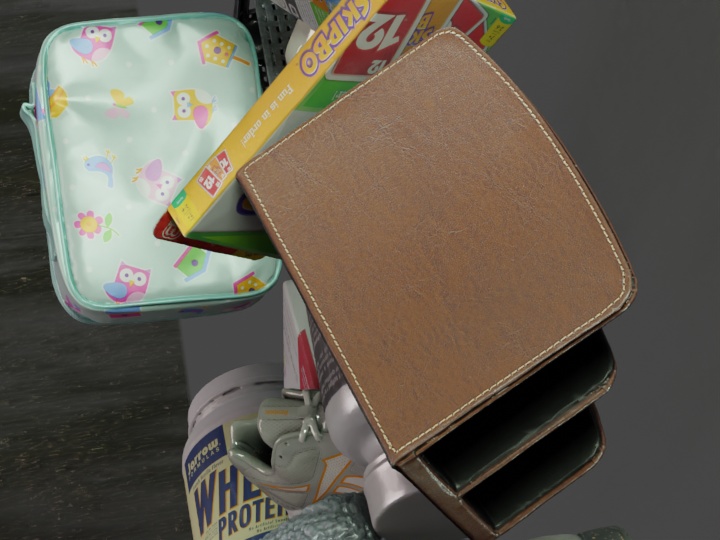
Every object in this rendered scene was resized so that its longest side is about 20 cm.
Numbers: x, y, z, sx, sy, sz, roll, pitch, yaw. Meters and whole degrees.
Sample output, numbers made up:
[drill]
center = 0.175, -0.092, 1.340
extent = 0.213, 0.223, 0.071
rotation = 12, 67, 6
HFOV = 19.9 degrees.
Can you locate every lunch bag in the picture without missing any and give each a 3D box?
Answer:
[lunch bag]
center = -0.138, -0.068, 1.340
extent = 0.077, 0.159, 0.202
rotation = 131, 132, -76

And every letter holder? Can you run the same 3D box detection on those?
[letter holder]
center = 0.052, 0.000, 0.979
extent = 0.101, 0.142, 0.201
rotation = 47, -170, -50

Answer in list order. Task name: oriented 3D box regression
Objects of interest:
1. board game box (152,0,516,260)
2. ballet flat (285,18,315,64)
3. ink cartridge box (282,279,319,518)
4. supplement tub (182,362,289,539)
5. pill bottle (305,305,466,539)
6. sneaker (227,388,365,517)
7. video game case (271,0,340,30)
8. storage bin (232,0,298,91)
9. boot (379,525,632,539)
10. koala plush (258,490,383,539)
[board game box]
center = -0.015, -0.074, 1.047
extent = 0.200, 0.095, 0.030
rotation = -45, 58, 23
[ballet flat]
center = -0.009, -0.115, 1.238
extent = 0.074, 0.074, 0.201
rotation = -110, 2, -56
[ink cartridge box]
center = -0.005, 0.123, 1.437
extent = 0.148, 0.085, 0.202
rotation = -110, 19, -55
[supplement tub]
center = -0.068, 0.191, 1.667
extent = 0.146, 0.143, 0.201
rotation = 95, 165, -48
[pill bottle]
center = 0.029, 0.040, 1.112
extent = 0.111, 0.109, 0.202
rotation = 101, 161, -59
[sneaker]
center = -0.011, 0.101, 1.241
extent = 0.199, 0.092, 0.076
rotation = -32, 35, 46
[video game case]
center = -0.027, -0.174, 1.116
extent = 0.200, 0.018, 0.144
rotation = 37, 162, 32
[storage bin]
center = -0.028, -0.124, 1.406
extent = 0.136, 0.093, 0.202
rotation = 100, 162, -59
[boot]
center = 0.070, 0.214, 0.908
extent = 0.070, 0.130, 0.202
rotation = 103, 159, -61
[koala plush]
center = -0.025, 0.241, 1.160
extent = 0.178, 0.200, 0.184
rotation = 52, -172, 5
